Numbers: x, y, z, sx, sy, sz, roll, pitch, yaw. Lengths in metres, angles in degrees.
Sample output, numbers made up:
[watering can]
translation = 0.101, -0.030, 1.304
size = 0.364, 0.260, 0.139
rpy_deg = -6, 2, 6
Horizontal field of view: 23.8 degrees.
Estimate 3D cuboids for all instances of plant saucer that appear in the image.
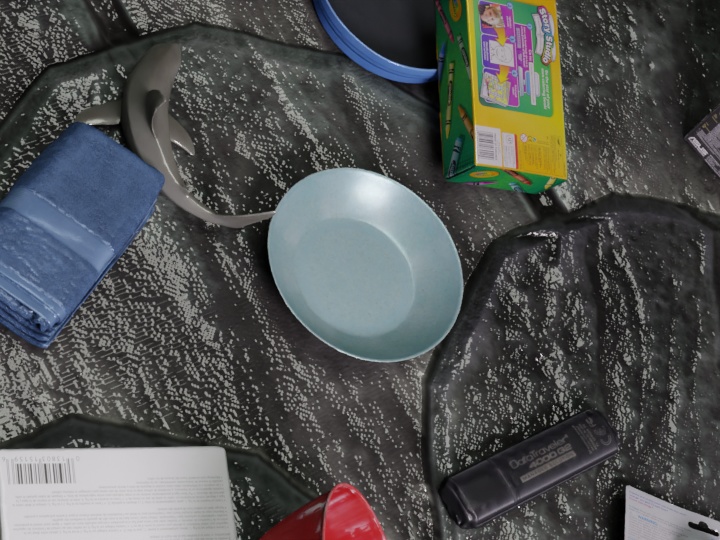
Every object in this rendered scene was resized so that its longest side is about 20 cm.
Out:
[plant saucer]
translation = 0.000, 0.000, 1.610
size = 0.200, 0.039, 0.202
rpy_deg = 11, 61, -20

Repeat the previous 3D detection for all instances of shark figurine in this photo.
[shark figurine]
translation = -0.173, -0.119, 1.560
size = 0.128, 0.090, 0.215
rpy_deg = -18, 71, -31

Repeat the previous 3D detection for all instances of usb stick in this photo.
[usb stick]
translation = 0.159, 0.183, 1.595
size = 0.200, 0.033, 0.056
rpy_deg = -21, 68, -33

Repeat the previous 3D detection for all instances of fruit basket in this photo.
[fruit basket]
translation = 0.317, 0.314, 1.585
size = 0.185, 0.094, 0.200
rpy_deg = 22, 41, -15

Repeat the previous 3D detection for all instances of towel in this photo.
[towel]
translation = -0.263, -0.035, 1.493
size = 0.112, 0.049, 0.200
rpy_deg = 37, 55, -4

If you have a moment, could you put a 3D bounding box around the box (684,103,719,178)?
[box]
translation = 0.462, -0.116, 1.826
size = 0.050, 0.158, 0.200
rpy_deg = -36, 83, -35

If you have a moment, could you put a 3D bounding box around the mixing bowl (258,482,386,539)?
[mixing bowl]
translation = -0.039, 0.281, 1.372
size = 0.200, 0.108, 0.201
rpy_deg = -17, 90, -75

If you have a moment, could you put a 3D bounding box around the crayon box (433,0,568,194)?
[crayon box]
translation = 0.142, -0.186, 1.732
size = 0.118, 0.058, 0.201
rpy_deg = 6, 74, -33

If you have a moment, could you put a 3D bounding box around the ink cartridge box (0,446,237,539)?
[ink cartridge box]
translation = -0.196, 0.231, 1.388
size = 0.199, 0.044, 0.174
rpy_deg = 2, 64, -26

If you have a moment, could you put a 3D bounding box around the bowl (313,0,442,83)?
[bowl]
translation = 0.041, -0.283, 1.779
size = 0.200, 0.039, 0.201
rpy_deg = 12, 59, -21
